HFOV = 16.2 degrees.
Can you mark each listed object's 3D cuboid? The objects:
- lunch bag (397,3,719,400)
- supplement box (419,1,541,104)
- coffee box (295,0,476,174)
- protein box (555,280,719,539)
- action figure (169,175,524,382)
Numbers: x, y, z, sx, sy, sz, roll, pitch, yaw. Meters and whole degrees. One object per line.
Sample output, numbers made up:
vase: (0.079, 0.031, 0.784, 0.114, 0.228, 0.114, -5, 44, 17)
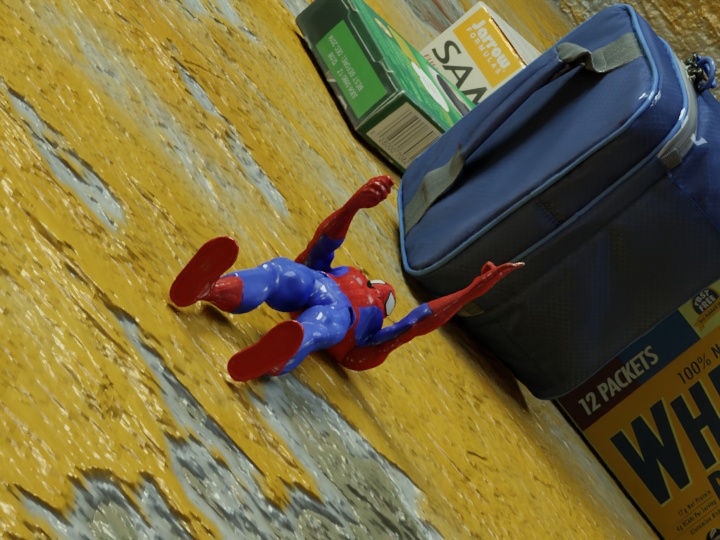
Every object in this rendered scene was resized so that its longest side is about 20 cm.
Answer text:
lunch bag: (0.119, -0.047, 1.378, 0.132, 0.200, 0.136, 42, 20, -26)
supplement box: (0.133, -0.105, 1.906, 0.126, 0.074, 0.200, 57, 13, 29)
coffee box: (0.048, -0.086, 1.607, 0.200, 0.044, 0.123, 38, 17, -44)
protein box: (0.234, 0.093, 1.529, 0.200, 0.135, 0.199, 52, 12, 7)
action figure: (0.000, 0.000, 1.056, 0.065, 0.099, 0.200, 54, 10, 9)
